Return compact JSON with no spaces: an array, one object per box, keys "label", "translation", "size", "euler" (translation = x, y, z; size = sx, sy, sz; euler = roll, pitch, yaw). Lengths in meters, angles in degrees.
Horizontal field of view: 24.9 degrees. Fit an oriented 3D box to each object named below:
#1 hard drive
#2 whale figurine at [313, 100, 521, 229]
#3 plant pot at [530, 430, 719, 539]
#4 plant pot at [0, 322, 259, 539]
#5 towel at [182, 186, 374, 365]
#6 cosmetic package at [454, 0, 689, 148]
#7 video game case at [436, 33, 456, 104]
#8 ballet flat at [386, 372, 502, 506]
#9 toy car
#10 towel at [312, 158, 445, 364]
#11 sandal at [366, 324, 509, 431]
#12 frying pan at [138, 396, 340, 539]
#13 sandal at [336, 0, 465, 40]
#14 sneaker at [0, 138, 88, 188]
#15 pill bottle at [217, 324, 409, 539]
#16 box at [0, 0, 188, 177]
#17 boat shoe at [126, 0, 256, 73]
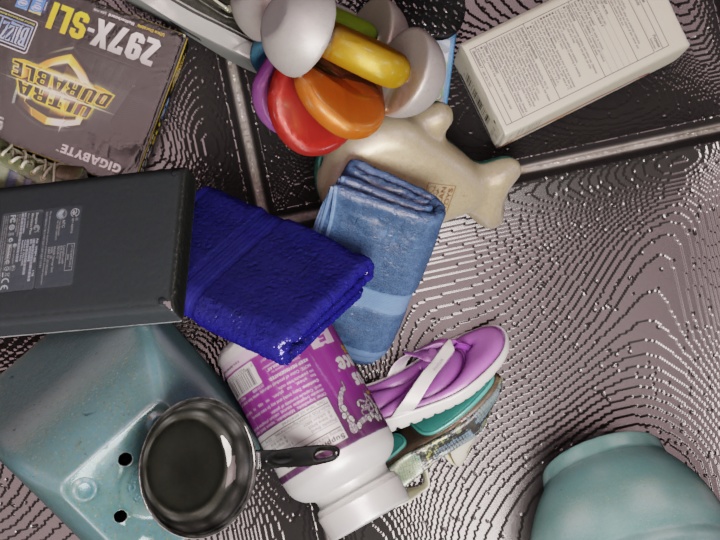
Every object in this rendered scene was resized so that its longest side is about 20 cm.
[{"label":"hard drive","translation":[-0.246,-0.016,1.437],"size":[0.199,0.033,0.140],"euler":[-5,63,16]},{"label":"whale figurine","translation":[0.050,-0.096,1.566],"size":[0.199,0.104,0.160],"euler":[6,118,-21]},{"label":"plant pot","translation":[0.242,0.233,1.511],"size":[0.199,0.201,0.135],"euler":[-12,60,-3]},{"label":"plant pot","translation":[-0.204,0.157,1.448],"size":[0.196,0.200,0.196],"euler":[-41,115,-4]},{"label":"towel","translation":[-0.104,0.007,1.454],"size":[0.199,0.050,0.148],"euler":[24,49,28]},{"label":"cosmetic package","translation":[0.201,-0.209,1.576],"size":[0.199,0.087,0.104],"euler":[-25,86,-3]},{"label":"video game case","translation":[0.028,-0.267,1.607],"size":[0.142,0.018,0.202],"euler":[8,86,-1]},{"label":"ballet flat","translation":[0.061,0.172,1.563],"size":[0.199,0.074,0.074],"euler":[-34,88,-2]},{"label":"toy car","translation":[-0.035,-0.182,1.466],"size":[0.174,0.200,0.151],"euler":[18,109,-31]},{"label":"towel","translation":[0.000,0.000,1.517],"size":[0.111,0.049,0.201],"euler":[22,127,-1]},{"label":"sandal","translation":[0.050,0.103,1.548],"size":[0.202,0.083,0.050],"euler":[-29,126,-3]},{"label":"frying pan","translation":[-0.109,0.147,1.362],"size":[0.189,0.031,0.116],"euler":[-29,107,-36]},{"label":"sandal","translation":[0.002,-0.266,1.580],"size":[0.199,0.048,0.076],"euler":[17,84,-14]},{"label":"sneaker","translation":[-0.295,-0.081,1.528],"size":[0.090,0.067,0.200],"euler":[-31,109,23]},{"label":"pill bottle","translation":[-0.038,0.138,1.481],"size":[0.112,0.112,0.201],"euler":[-29,83,-4]},{"label":"box","translation":[-0.284,-0.183,1.575],"size":[0.199,0.049,0.161],"euler":[20,84,-1]},{"label":"boat shoe","translation":[-0.136,-0.248,1.573],"size":[0.199,0.071,0.064],"euler":[30,87,2]}]
